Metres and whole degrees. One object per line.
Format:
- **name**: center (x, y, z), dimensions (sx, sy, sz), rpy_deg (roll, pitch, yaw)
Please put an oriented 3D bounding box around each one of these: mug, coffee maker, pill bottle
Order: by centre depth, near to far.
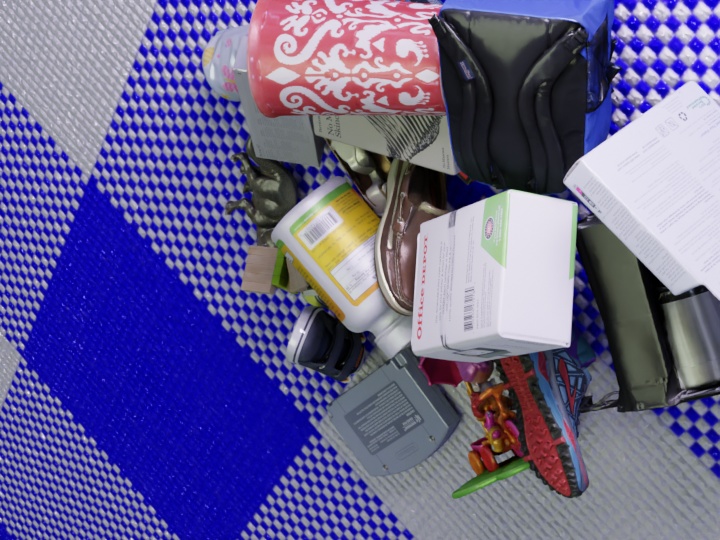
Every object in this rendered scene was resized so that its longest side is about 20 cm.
- **coffee maker**: center (0.281, 0.031, 1.475), dimensions (0.192, 0.135, 0.200), rpy_deg (-17, 92, 13)
- **mug**: center (0.007, -0.233, 1.515), dimensions (0.200, 0.178, 0.134), rpy_deg (5, 142, 20)
- **pill bottle**: center (0.000, 0.000, 1.707), dimensions (0.200, 0.111, 0.111), rpy_deg (49, 140, 4)

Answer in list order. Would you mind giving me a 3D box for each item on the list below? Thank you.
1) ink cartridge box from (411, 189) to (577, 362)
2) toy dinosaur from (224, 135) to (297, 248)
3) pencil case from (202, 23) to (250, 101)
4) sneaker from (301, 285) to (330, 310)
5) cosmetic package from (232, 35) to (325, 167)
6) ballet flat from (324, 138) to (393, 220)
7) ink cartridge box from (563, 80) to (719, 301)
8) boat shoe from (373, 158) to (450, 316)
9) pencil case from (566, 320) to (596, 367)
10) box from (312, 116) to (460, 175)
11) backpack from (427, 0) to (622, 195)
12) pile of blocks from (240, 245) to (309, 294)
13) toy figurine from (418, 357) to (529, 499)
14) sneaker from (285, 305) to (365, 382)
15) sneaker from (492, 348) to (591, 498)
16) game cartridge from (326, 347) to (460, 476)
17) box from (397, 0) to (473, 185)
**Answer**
- **ink cartridge box**: center (0.133, 0.011, 1.508), dimensions (0.200, 0.084, 0.146), rpy_deg (161, 115, -66)
- **toy dinosaur**: center (-0.114, -0.100, 1.879), dimensions (0.102, 0.077, 0.200), rpy_deg (23, 127, 17)
- **pencil case**: center (-0.103, -0.261, 1.735), dimensions (0.200, 0.083, 0.091), rpy_deg (-17, 116, 50)
- **sneaker**: center (0.003, 0.038, 1.836), dimensions (0.200, 0.075, 0.077), rpy_deg (-1, 114, 47)
- **cosmetic package**: center (-0.090, -0.192, 1.711), dimensions (0.082, 0.051, 0.200), rpy_deg (9, 157, 7)
- **ballet flat**: center (0.012, -0.112, 1.727), dimensions (0.070, 0.065, 0.200), rpy_deg (-36, 90, 27)
- **ink cartridge box**: center (0.315, -0.061, 1.362), dimensions (0.200, 0.196, 0.043), rpy_deg (48, 141, 10)
- **boat shoe**: center (0.062, -0.053, 1.642), dimensions (0.075, 0.075, 0.203), rpy_deg (-33, 50, 53)
- **pencil case**: center (0.174, 0.045, 1.661), dimensions (0.092, 0.085, 0.200), rpy_deg (-35, 88, 30)
- **box**: center (0.041, -0.171, 1.604), dimensions (0.200, 0.068, 0.082), rpy_deg (18, 127, 37)
- **backpack**: center (0.175, -0.183, 1.440), dimensions (0.162, 0.168, 0.200), rpy_deg (13, 127, 27)
- **pile of blocks**: center (-0.051, -0.013, 1.822), dimensions (0.200, 0.062, 0.082), rpy_deg (-22, 64, 25)
- **toy figurine**: center (0.140, 0.149, 1.719), dimensions (0.184, 0.150, 0.200), rpy_deg (64, 166, 6)
- **sneaker**: center (-0.037, 0.094, 1.861), dimensions (0.079, 0.200, 0.079), rpy_deg (22, 88, 10)
- **sneaker**: center (0.215, 0.139, 1.571), dimensions (0.079, 0.095, 0.200), rpy_deg (-24, 83, 62)
- **game cartridge**: center (0.044, 0.192, 1.928), dimensions (0.133, 0.040, 0.200), rpy_deg (57, 140, 5)
- **box**: center (0.085, -0.209, 1.618), dimensions (0.200, 0.038, 0.137), rpy_deg (45, 139, 13)
